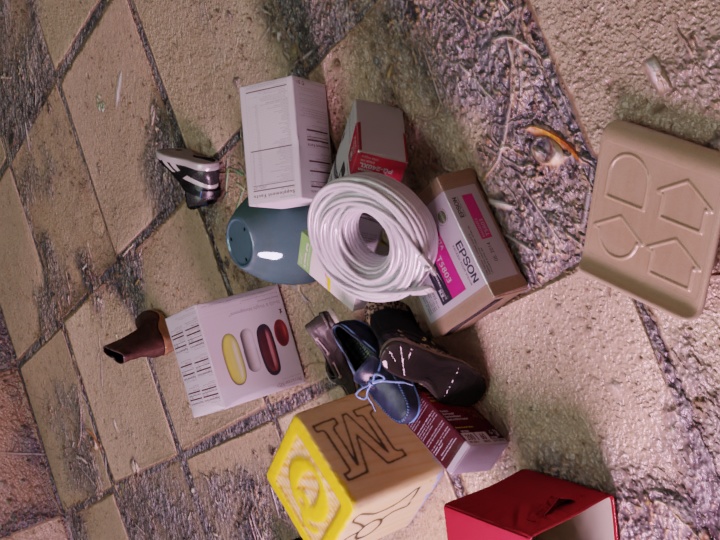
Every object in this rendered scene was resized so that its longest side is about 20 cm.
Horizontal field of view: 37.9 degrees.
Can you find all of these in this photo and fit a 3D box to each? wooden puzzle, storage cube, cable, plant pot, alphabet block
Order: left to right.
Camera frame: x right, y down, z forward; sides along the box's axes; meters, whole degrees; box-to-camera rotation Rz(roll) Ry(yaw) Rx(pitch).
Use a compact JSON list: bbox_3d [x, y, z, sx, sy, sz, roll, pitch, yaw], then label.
[{"bbox_3d":[-0.163,-0.062,1.894,0.199,0.134,0.203,22,118,47],"label":"plant pot"},{"bbox_3d":[-0.012,0.341,1.770,0.197,0.198,0.196,52,137,28],"label":"alphabet block"},{"bbox_3d":[0.018,-0.050,1.532,0.198,0.069,0.202,-15,106,40],"label":"cable"},{"bbox_3d":[0.243,0.401,1.476,0.179,0.170,0.203,5,106,54],"label":"storage cube"},{"bbox_3d":[0.361,-0.064,1.272,0.185,0.046,0.202,30,119,44],"label":"wooden puzzle"}]

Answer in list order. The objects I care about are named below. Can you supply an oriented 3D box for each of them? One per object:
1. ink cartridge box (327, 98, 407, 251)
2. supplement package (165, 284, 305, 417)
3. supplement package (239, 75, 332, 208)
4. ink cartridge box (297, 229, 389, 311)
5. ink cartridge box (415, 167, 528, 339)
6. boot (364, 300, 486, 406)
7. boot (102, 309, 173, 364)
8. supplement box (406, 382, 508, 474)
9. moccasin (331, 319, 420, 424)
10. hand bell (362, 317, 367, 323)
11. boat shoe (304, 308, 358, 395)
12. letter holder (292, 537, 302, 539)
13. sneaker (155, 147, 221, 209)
[{"bbox_3d":[0.004,-0.139,1.639,0.146,0.082,0.201,-94,19,-49],"label":"ink cartridge box"},{"bbox_3d":[-0.241,0.154,2.021,0.147,0.190,0.202,-21,85,54],"label":"supplement package"},{"bbox_3d":[-0.123,-0.211,1.760,0.113,0.109,0.203,-5,88,29],"label":"supplement package"},{"bbox_3d":[0.000,0.000,1.709,0.200,0.116,0.068,39,129,40],"label":"ink cartridge box"},{"bbox_3d":[0.137,-0.023,1.556,0.165,0.074,0.202,-43,67,52],"label":"ink cartridge box"},{"bbox_3d":[0.095,0.123,1.614,0.074,0.198,0.151,-57,29,17],"label":"boot"},{"bbox_3d":[-0.520,0.152,2.415,0.199,0.165,0.073,22,118,48],"label":"boot"},{"bbox_3d":[0.123,0.223,1.620,0.200,0.108,0.061,45,114,35],"label":"supplement box"},{"bbox_3d":[0.014,0.159,1.608,0.200,0.068,0.081,48,115,35],"label":"moccasin"},{"bbox_3d":[0.009,0.119,1.786,0.200,0.103,0.105,-18,87,66],"label":"hand bell"},{"bbox_3d":[-0.052,0.151,1.828,0.067,0.056,0.201,52,162,48],"label":"boat shoe"},{"bbox_3d":[-0.100,0.646,2.077,0.199,0.100,0.144,16,116,50],"label":"letter holder"},{"bbox_3d":[-0.362,-0.186,2.169,0.199,0.072,0.113,22,117,47],"label":"sneaker"}]
